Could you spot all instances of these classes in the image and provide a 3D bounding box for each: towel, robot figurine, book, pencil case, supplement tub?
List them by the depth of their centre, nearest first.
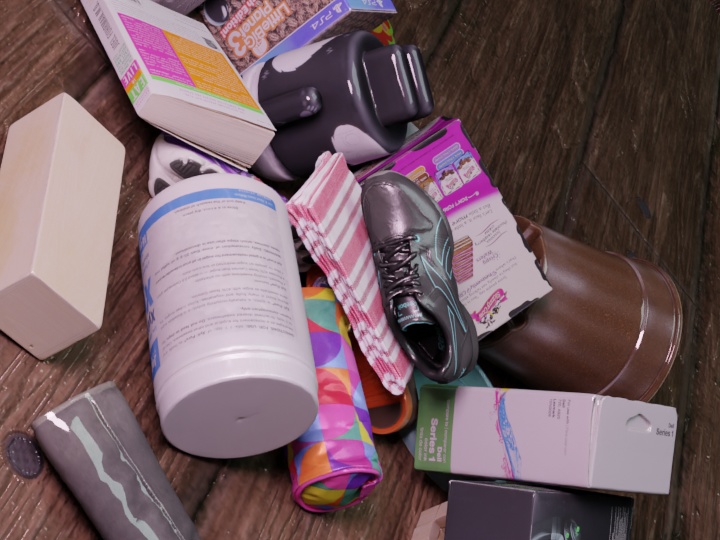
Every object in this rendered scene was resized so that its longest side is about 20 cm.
[{"bbox_3d":[-0.109,0.035,1.299,0.132,0.132,0.201,28,40,-42],"label":"supplement tub"},{"bbox_3d":[-0.032,0.107,1.393,0.088,0.088,0.201,25,45,-44],"label":"pencil case"},{"bbox_3d":[0.000,0.000,1.446,0.201,0.030,0.147,62,21,-15],"label":"towel"},{"bbox_3d":[-0.171,-0.186,1.450,0.133,0.048,0.201,21,27,-39],"label":"book"},{"bbox_3d":[-0.033,-0.160,1.536,0.150,0.199,0.126,46,38,-46],"label":"robot figurine"}]

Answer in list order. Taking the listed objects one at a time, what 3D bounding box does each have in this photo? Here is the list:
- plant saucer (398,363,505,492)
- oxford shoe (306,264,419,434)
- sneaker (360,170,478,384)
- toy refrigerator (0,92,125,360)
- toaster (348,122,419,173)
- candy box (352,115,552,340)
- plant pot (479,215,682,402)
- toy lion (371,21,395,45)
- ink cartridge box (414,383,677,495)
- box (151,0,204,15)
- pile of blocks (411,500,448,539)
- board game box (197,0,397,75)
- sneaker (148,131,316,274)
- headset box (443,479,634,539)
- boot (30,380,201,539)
[{"bbox_3d":[0.094,0.139,1.621,0.200,0.027,0.201,39,33,-31],"label":"plant saucer"},{"bbox_3d":[0.003,0.060,1.527,0.073,0.071,0.202,6,64,-66],"label":"oxford shoe"},{"bbox_3d":[0.051,0.007,1.419,0.201,0.075,0.079,67,22,-3],"label":"sneaker"},{"bbox_3d":[-0.239,-0.036,1.233,0.076,0.070,0.201,43,31,-37],"label":"toy refrigerator"},{"bbox_3d":[0.047,-0.065,1.661,0.200,0.113,0.129,46,28,-17],"label":"toaster"},{"bbox_3d":[0.080,-0.030,1.563,0.201,0.136,0.061,60,-9,-15],"label":"candy box"},{"bbox_3d":[0.208,0.045,1.733,0.197,0.200,0.201,26,41,-34],"label":"plant pot"},{"bbox_3d":[-0.006,-0.286,1.862,0.201,0.068,0.192,58,21,1],"label":"toy lion"},{"bbox_3d":[0.172,0.156,1.483,0.144,0.199,0.085,12,81,-48],"label":"ink cartridge box"},{"bbox_3d":[-0.144,-0.370,1.573,0.048,0.199,0.159,13,52,-55],"label":"box"},{"bbox_3d":[0.130,0.250,1.519,0.199,0.062,0.083,-1,68,-54],"label":"pile of blocks"},{"bbox_3d":[-0.086,-0.306,1.643,0.097,0.159,0.201,-12,71,-59],"label":"board game box"},{"bbox_3d":[-0.107,-0.069,1.464,0.200,0.080,0.084,38,28,-30],"label":"sneaker"},{"bbox_3d":[0.154,0.281,1.432,0.199,0.092,0.176,12,82,-53],"label":"headset box"},{"bbox_3d":[-0.167,0.185,1.122,0.201,0.072,0.182,63,15,-3],"label":"boot"}]
